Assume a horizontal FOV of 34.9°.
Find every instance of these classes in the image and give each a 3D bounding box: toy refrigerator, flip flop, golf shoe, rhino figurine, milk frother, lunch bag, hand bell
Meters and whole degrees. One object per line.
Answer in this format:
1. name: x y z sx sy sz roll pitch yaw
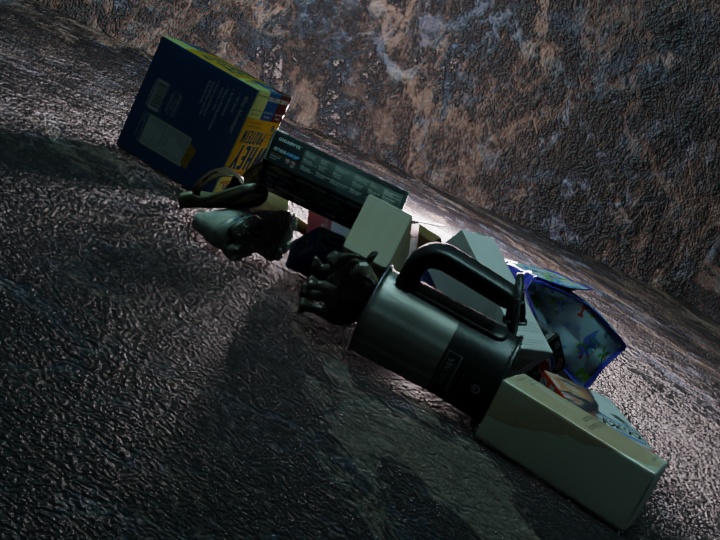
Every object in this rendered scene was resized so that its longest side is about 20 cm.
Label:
1. toy refrigerator: 0.020 -0.028 1.498 0.069 0.077 0.200 26 -10 6
2. flip flop: -0.202 -0.117 1.635 0.080 0.059 0.199 0 2 -32
3. golf shoe: -0.161 -0.064 1.623 0.096 0.079 0.199 24 8 22
4. rhino figurine: -0.022 0.015 1.408 0.086 0.061 0.200 15 -23 -6
5. milk frother: 0.110 0.059 1.422 0.186 0.182 0.200 29 6 6
6. lunch bag: 0.302 0.067 1.821 0.200 0.128 0.170 44 -2 -16
7. hand bell: -0.104 -0.074 1.807 0.199 0.105 0.104 33 6 -29

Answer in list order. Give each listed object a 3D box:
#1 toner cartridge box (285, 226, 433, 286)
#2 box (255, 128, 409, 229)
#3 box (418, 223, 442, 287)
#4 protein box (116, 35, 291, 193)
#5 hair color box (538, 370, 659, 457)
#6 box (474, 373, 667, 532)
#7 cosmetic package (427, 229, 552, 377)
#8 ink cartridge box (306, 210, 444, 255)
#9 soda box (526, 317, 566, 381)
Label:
1. toner cartridge box: 0.000 0.000 1.666 0.198 0.044 0.095 22 -24 -25
2. box: -0.044 -0.112 1.563 0.198 0.047 0.159 25 -12 -5
3. box: 0.086 -0.041 1.991 0.199 0.021 0.165 37 -22 41
4. protein box: -0.258 -0.247 1.892 0.198 0.201 0.135 30 12 16
5. hair color box: 0.294 0.207 1.471 0.110 0.065 0.200 23 10 -12
6. box: 0.241 0.205 1.311 0.198 0.079 0.095 31 12 20
7. cosmetic package: 0.184 0.050 1.651 0.107 0.085 0.202 13 46 -54
8. ink cartridge box: 0.024 -0.050 1.737 0.196 0.069 0.116 6 4 10
9. soda box: 0.229 0.095 1.764 0.200 0.063 0.071 41 -23 51
